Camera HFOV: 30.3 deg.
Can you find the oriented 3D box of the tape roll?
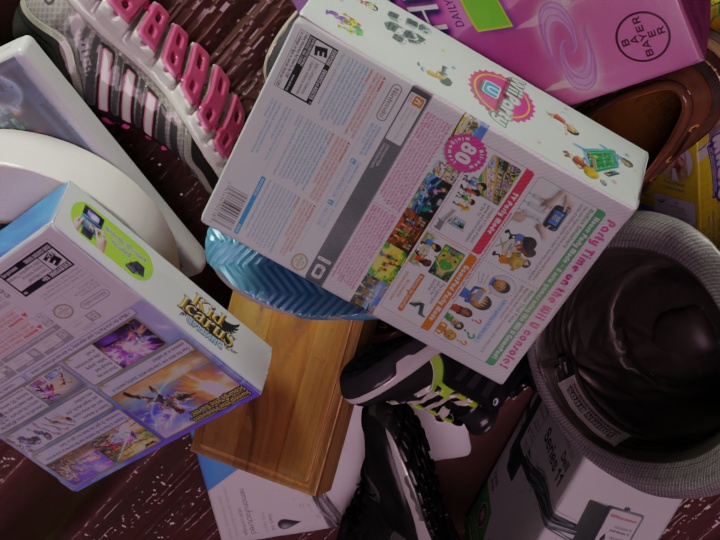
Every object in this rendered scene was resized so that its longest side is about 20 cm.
[{"bbox_3d":[-0.222,-0.005,0.891,0.201,0.037,0.204,5,134,5],"label":"tape roll"}]

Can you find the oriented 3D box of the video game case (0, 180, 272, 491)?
[{"bbox_3d":[-0.191,0.052,0.883,0.199,0.046,0.181,-29,122,32],"label":"video game case"}]

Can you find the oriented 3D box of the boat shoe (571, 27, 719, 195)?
[{"bbox_3d":[0.146,-0.070,0.810,0.072,0.067,0.200,50,137,3],"label":"boat shoe"}]

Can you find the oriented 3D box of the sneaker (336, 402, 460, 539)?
[{"bbox_3d":[0.016,0.182,0.952,0.087,0.076,0.201,-12,118,12],"label":"sneaker"}]

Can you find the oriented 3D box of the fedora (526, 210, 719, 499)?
[{"bbox_3d":[0.195,0.044,0.814,0.200,0.090,0.178,-24,85,54],"label":"fedora"}]

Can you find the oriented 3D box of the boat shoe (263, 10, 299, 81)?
[{"bbox_3d":[0.023,-0.159,0.857,0.199,0.063,0.073,-25,117,13],"label":"boat shoe"}]

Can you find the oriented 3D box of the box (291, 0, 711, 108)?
[{"bbox_3d":[0.067,-0.178,0.731,0.199,0.097,0.177,-15,118,26],"label":"box"}]

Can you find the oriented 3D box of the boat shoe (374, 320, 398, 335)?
[{"bbox_3d":[0.025,0.006,0.944,0.200,0.063,0.074,-25,117,13],"label":"boat shoe"}]

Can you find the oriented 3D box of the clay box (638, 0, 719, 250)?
[{"bbox_3d":[0.185,-0.109,0.855,0.047,0.115,0.201,-25,121,-30],"label":"clay box"}]

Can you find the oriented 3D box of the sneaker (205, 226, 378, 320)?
[{"bbox_3d":[0.000,0.000,0.836,0.199,0.081,0.077,8,80,-11],"label":"sneaker"}]

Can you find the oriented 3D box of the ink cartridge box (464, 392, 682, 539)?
[{"bbox_3d":[0.157,0.164,0.977,0.083,0.147,0.201,20,114,-10],"label":"ink cartridge box"}]

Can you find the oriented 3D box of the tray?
[{"bbox_3d":[-0.044,0.043,0.917,0.098,0.037,0.201,17,95,17],"label":"tray"}]

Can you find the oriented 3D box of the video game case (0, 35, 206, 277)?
[{"bbox_3d":[-0.230,-0.046,0.893,0.181,0.023,0.200,-18,127,25],"label":"video game case"}]

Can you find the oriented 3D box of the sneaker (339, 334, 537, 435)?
[{"bbox_3d":[0.070,0.074,0.909,0.071,0.199,0.083,-22,86,42],"label":"sneaker"}]

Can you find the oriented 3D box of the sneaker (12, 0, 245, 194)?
[{"bbox_3d":[-0.151,-0.120,0.875,0.087,0.074,0.200,-29,117,24],"label":"sneaker"}]

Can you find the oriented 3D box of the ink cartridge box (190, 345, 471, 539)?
[{"bbox_3d":[-0.019,0.127,1.001,0.199,0.067,0.116,-10,117,5],"label":"ink cartridge box"}]

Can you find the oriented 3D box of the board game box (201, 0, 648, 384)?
[{"bbox_3d":[0.033,-0.047,0.733,0.199,0.064,0.148,30,128,-3],"label":"board game box"}]
